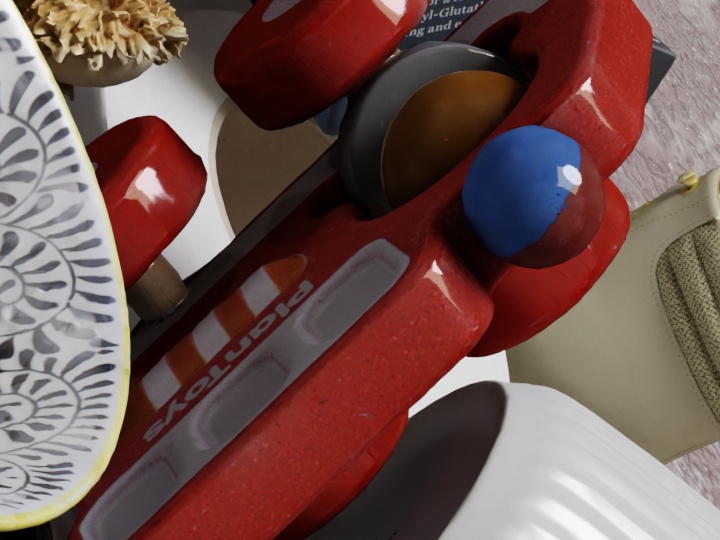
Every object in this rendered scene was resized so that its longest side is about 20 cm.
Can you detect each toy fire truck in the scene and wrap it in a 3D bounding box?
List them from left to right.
[{"bbox_3d":[0.000,0.000,0.702,0.112,0.200,0.168,49,-2,-18],"label":"toy fire truck"}]

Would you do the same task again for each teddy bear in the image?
[{"bbox_3d":[-0.102,-0.106,0.832,0.200,0.145,0.067,-65,142,-51],"label":"teddy bear"}]

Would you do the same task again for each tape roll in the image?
[{"bbox_3d":[-0.039,0.003,0.889,0.202,0.071,0.203,39,34,-33],"label":"tape roll"}]

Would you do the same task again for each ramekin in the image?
[{"bbox_3d":[0.021,0.121,0.740,0.105,0.200,0.200,45,30,-9],"label":"ramekin"}]

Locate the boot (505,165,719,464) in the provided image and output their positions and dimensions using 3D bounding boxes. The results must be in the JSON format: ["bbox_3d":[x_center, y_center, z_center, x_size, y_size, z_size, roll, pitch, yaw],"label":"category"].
[{"bbox_3d":[0.073,-0.008,0.990,0.073,0.155,0.201,20,46,-50],"label":"boot"}]

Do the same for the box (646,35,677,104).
[{"bbox_3d":[0.011,-0.125,1.057,0.160,0.044,0.200,43,18,31],"label":"box"}]

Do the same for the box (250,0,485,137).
[{"bbox_3d":[0.021,-0.168,0.849,0.107,0.200,0.149,-12,50,-22],"label":"box"}]

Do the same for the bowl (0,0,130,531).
[{"bbox_3d":[-0.143,-0.020,0.553,0.201,0.094,0.201,50,22,-29],"label":"bowl"}]

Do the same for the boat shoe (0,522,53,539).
[{"bbox_3d":[-0.099,0.100,0.706,0.069,0.057,0.201,12,52,-55],"label":"boat shoe"}]
